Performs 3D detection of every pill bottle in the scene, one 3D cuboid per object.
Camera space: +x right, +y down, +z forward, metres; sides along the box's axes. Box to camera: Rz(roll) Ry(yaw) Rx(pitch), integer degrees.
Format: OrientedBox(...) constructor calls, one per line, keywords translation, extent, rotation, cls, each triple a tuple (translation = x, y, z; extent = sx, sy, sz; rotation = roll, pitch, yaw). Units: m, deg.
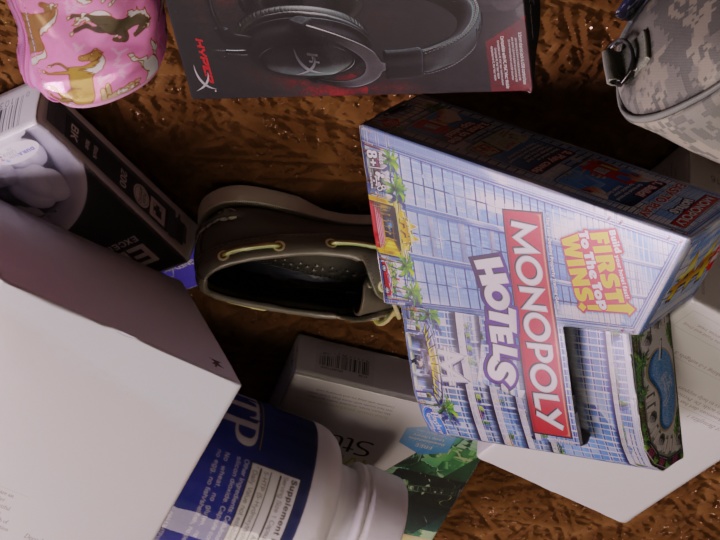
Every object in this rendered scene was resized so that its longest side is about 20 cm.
OrientedBox(translation=(-0.077, 0.141, 1.368), extent=(0.199, 0.120, 0.120), rotation=(21, 140, -15), cls="pill bottle")

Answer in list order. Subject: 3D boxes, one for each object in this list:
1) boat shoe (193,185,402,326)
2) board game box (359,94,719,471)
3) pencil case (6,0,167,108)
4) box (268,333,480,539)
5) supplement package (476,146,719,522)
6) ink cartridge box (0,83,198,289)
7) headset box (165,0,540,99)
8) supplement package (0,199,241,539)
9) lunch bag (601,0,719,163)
OrientedBox(translation=(-0.001, 0.002, 1.281), extent=(0.200, 0.061, 0.072), rotation=(10, 140, -6), cls="boat shoe")
OrientedBox(translation=(0.107, 0.014, 1.152), extent=(0.199, 0.062, 0.202), rotation=(6, 114, 38), cls="board game box")
OrientedBox(translation=(-0.148, -0.169, 1.063), extent=(0.086, 0.083, 0.201), rotation=(-5, 143, 5), cls="pencil case")
OrientedBox(translation=(0.000, 0.126, 1.461), extent=(0.143, 0.037, 0.200), rotation=(13, 143, -9), cls="box")
OrientedBox(translation=(0.171, 0.041, 1.263), extent=(0.116, 0.118, 0.200), rotation=(25, 137, -24), cls="supplement package")
OrientedBox(translation=(-0.204, -0.014, 1.304), extent=(0.197, 0.044, 0.200), rotation=(-20, 137, 28), cls="ink cartridge box")
OrientedBox(translation=(0.004, -0.161, 1.059), extent=(0.198, 0.078, 0.149), rotation=(1, 142, 9), cls="headset box")
OrientedBox(translation=(-0.192, 0.090, 1.209), extent=(0.151, 0.151, 0.201), rotation=(25, 102, -25), cls="supplement package")
OrientedBox(translation=(0.241, -0.095, 1.061), extent=(0.199, 0.140, 0.168), rotation=(27, 137, -24), cls="lunch bag")
